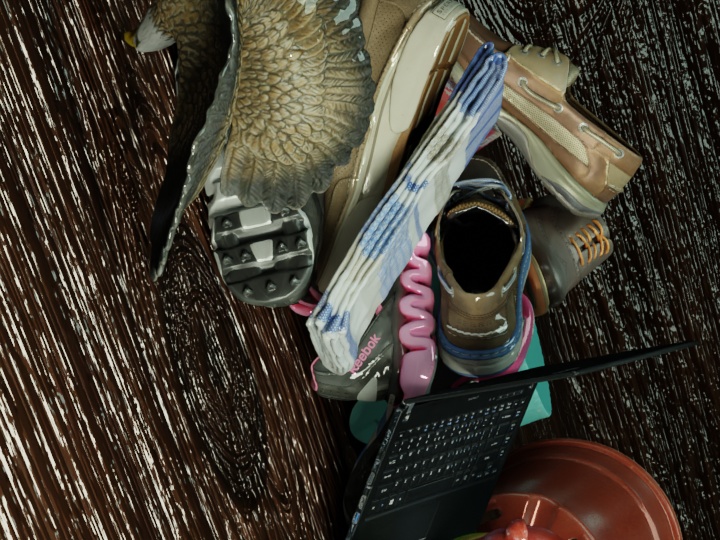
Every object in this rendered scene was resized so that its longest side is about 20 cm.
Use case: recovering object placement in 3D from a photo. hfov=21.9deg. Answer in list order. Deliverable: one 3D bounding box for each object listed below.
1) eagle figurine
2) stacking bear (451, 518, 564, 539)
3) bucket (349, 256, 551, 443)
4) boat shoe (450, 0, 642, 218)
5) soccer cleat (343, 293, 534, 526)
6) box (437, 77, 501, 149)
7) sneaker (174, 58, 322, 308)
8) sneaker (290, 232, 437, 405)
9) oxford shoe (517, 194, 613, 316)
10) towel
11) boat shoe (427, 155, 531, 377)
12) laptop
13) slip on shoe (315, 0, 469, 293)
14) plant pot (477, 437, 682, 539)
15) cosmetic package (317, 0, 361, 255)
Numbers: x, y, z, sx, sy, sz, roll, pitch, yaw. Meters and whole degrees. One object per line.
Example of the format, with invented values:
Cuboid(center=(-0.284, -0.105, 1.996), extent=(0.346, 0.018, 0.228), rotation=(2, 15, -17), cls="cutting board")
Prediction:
Cuboid(center=(-0.069, -0.114, 0.926), extent=(0.151, 0.152, 0.200), rotation=(-177, -114, -79), cls="eagle figurine")
Cuboid(center=(0.088, 0.215, 1.182), extent=(0.200, 0.114, 0.122), rotation=(113, -17, -67), cls="stacking bear")
Cuboid(center=(0.055, 0.039, 1.373), extent=(0.207, 0.135, 0.207), rotation=(-14, 90, -81), cls="bucket")
Cuboid(center=(0.124, -0.130, 1.333), extent=(0.200, 0.072, 0.076), rotation=(48, 16, -5), cls="boat shoe")
Cuboid(center=(0.052, 0.100, 1.256), extent=(0.200, 0.070, 0.086), rotation=(-55, 159, -16), cls="soccer cleat")
Cuboid(center=(0.009, -0.129, 1.316), extent=(0.103, 0.095, 0.200), rotation=(62, 17, 16), cls="box")
Cuboid(center=(-0.063, -0.067, 1.080), extent=(0.091, 0.066, 0.200), rotation=(64, 15, -74), cls="sneaker")
Cuboid(center=(0.000, 0.000, 1.218), extent=(0.079, 0.095, 0.200), rotation=(88, 1, -59), cls="sneaker")
Cuboid(center=(0.145, -0.021, 1.355), extent=(0.200, 0.073, 0.071), rotation=(-74, 148, -72), cls="oxford shoe")
Cuboid(center=(0.031, -0.031, 1.108), extent=(0.200, 0.024, 0.147), rotation=(-58, 171, -10), cls="towel")
Cuboid(center=(0.081, -0.022, 1.230), extent=(0.200, 0.072, 0.072), rotation=(-94, -178, -50), cls="boat shoe")
Cuboid(center=(0.097, 0.117, 1.151), extent=(0.177, 0.103, 0.200), rotation=(-6, 121, -56), cls="laptop")
Cuboid(center=(0.003, -0.077, 1.100), extent=(0.076, 0.061, 0.200), rotation=(-45, 158, -57), cls="slip on shoe")
Cuboid(center=(0.147, 0.243, 1.496), extent=(0.195, 0.201, 0.201), rotation=(1, 75, -72), cls="plant pot")
Cuboid(center=(-0.006, -0.116, 1.159), extent=(0.083, 0.051, 0.200), rotation=(43, -54, 55), cls="cosmetic package")
